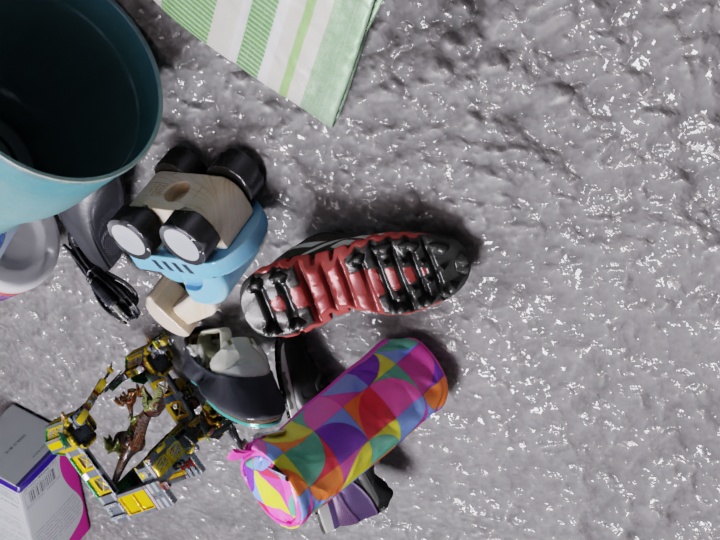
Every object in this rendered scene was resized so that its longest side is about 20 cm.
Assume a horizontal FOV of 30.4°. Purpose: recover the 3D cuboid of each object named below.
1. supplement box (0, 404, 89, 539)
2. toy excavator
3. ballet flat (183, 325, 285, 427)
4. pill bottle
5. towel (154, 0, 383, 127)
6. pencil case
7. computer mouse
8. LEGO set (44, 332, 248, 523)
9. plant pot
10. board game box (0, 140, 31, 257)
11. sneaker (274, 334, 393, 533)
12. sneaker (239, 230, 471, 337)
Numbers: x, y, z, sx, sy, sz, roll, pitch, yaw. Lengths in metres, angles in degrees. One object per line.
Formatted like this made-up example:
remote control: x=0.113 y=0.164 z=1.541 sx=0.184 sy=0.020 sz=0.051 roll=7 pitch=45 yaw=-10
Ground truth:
supplement box: x=-0.425 y=0.286 z=1.693 sx=0.103 sy=0.101 sz=0.201 roll=22 pitch=137 yaw=22
toy excavator: x=-0.152 y=-0.007 z=1.219 sx=0.193 sy=0.100 sz=0.201 roll=7 pitch=138 yaw=36
ballet flat: x=-0.126 y=0.092 z=1.262 sx=0.073 sy=0.073 sz=0.200 roll=59 pitch=165 yaw=-21
pill bottle: x=-0.412 y=-0.015 z=1.398 sx=0.199 sy=0.112 sz=0.112 roll=-16 pitch=115 yaw=46
towel: x=-0.082 y=-0.217 z=1.017 sx=0.199 sy=0.023 sz=0.153 roll=34 pitch=141 yaw=7
pencil case: x=-0.014 y=0.135 z=1.144 sx=0.088 sy=0.199 sz=0.089 roll=34 pitch=143 yaw=32
computer mouse: x=-0.263 y=-0.050 z=1.264 sx=0.139 sy=0.052 sz=0.201 roll=46 pitch=144 yaw=36
LEGO set: x=-0.203 y=0.152 z=1.327 sx=0.115 sy=0.200 sz=0.155 roll=-23 pitch=97 yaw=40
plant pot: x=-0.298 y=-0.128 z=1.124 sx=0.200 sy=0.200 sz=0.188 roll=48 pitch=137 yaw=-9
board game box: x=-0.407 y=-0.057 z=1.283 sx=0.198 sy=0.201 sz=0.041 roll=6 pitch=151 yaw=37
sneaker: x=-0.024 y=0.145 z=1.277 sx=0.076 sy=0.087 sz=0.202 roll=-127 pitch=21 yaw=-79
sneaker: x=0.000 y=0.000 z=1.112 sx=0.198 sy=0.098 sz=0.071 roll=-12 pitch=107 yaw=19
